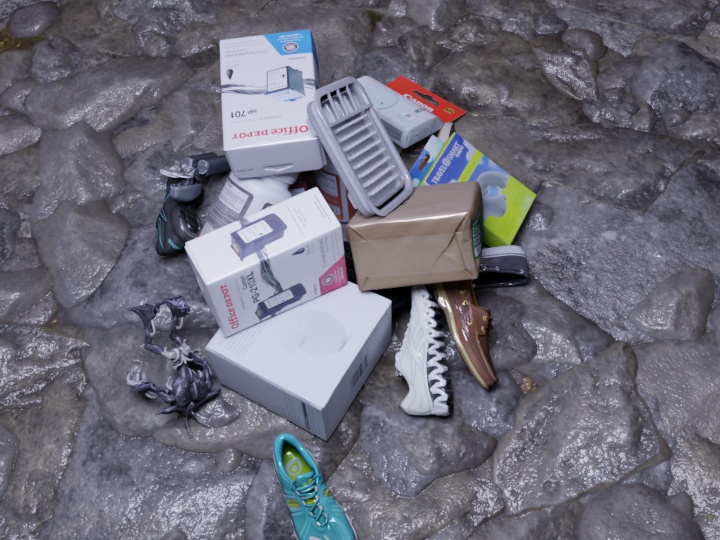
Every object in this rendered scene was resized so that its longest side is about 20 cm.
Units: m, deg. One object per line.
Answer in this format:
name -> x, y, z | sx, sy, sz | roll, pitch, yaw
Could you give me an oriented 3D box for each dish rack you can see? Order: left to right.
dish rack -> -0.005, -0.177, 1.284 | 0.043, 0.200, 0.172 | -25, 9, 29

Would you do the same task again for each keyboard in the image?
keyboard -> 0.000, 0.000, 1.384 | 0.104, 0.040, 0.200 | -30, 42, -31

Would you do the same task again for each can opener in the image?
can opener -> -0.279, -0.160, 1.492 | 0.053, 0.067, 0.200 | 12, 14, 11

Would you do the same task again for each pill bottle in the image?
pill bottle -> -0.176, -0.095, 1.401 | 0.111, 0.111, 0.200 | 34, 100, 23
pill bottle -> -0.023, -0.179, 1.447 | 0.112, 0.200, 0.113 | -1, 56, 2

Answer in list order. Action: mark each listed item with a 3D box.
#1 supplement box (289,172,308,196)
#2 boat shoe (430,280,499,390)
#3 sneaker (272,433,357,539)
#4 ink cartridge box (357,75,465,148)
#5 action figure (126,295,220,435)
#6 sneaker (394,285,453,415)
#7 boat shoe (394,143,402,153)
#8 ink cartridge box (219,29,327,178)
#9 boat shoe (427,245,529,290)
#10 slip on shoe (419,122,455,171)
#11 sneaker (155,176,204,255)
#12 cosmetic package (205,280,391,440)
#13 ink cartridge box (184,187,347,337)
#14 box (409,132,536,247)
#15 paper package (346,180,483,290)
supplement box -> -0.150, -0.208, 1.469 | 0.110, 0.201, 0.086 | -6, 22, -1
boat shoe -> 0.166, 0.078, 1.316 | 0.067, 0.072, 0.201 | -24, 74, 9
sneaker -> -0.071, 0.312, 1.197 | 0.077, 0.080, 0.200 | -27, 60, -14
ink cartridge box -> 0.080, -0.305, 1.580 | 0.160, 0.047, 0.200 | 34, 45, 22
action figure -> -0.280, 0.142, 1.310 | 0.119, 0.102, 0.201 | -15, 95, -39
sneaker -> 0.087, 0.117, 1.300 | 0.081, 0.075, 0.201 | -9, 77, 15
boat shoe -> -0.024, -0.227, 1.558 | 0.199, 0.075, 0.062 | -9, 51, -9
ink cartridge box -> -0.133, -0.254, 1.333 | 0.146, 0.086, 0.201 | -7, 65, 2
boat shoe -> 0.173, 0.012, 1.394 | 0.199, 0.070, 0.066 | -7, 56, -10
slip on shoe -> 0.122, -0.176, 1.519 | 0.060, 0.076, 0.201 | 5, 62, 21
sneaker -> -0.316, -0.104, 1.489 | 0.079, 0.075, 0.200 | -38, 35, 21
cosmetic package -> -0.086, 0.108, 1.307 | 0.200, 0.123, 0.200 | 26, 61, 17
ink cartridge box -> -0.127, -0.009, 1.228 | 0.199, 0.145, 0.084 | -24, 58, -12
box -> 0.182, -0.135, 1.450 | 0.200, 0.048, 0.122 | 36, 62, -7
paper package -> 0.089, -0.058, 1.322 | 0.190, 0.104, 0.200 | -7, 17, 13
